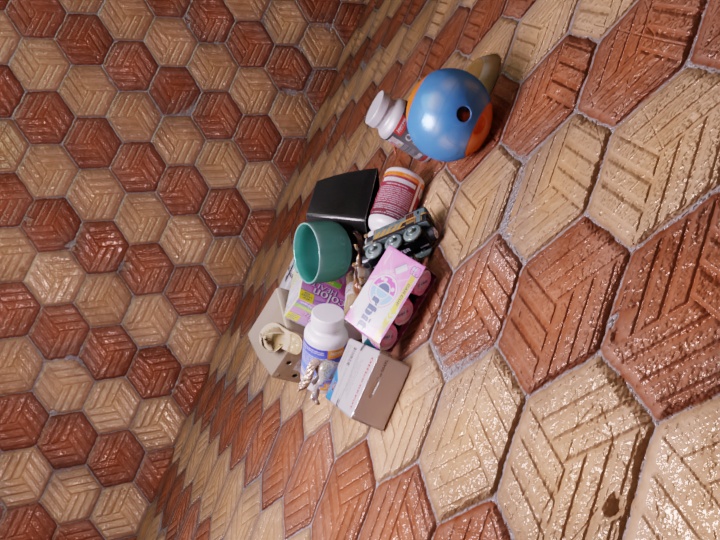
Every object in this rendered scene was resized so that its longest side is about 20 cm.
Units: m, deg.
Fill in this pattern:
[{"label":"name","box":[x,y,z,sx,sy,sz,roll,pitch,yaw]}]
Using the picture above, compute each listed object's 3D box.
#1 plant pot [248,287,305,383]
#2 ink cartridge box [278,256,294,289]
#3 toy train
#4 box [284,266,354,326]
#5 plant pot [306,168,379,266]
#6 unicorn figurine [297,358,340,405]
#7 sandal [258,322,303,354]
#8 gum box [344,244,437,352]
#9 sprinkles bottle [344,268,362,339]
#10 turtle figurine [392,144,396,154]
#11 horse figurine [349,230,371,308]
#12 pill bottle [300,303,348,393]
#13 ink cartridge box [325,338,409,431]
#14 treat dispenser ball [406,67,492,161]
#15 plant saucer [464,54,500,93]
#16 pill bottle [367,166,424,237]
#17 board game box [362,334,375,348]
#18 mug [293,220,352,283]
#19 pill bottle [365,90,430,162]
[{"label":"plant pot","box":[-0.182,0.202,1.887,0.201,0.196,0.179,-54,35,28]},{"label":"ink cartridge box","box":[-0.154,0.018,2.102,0.203,0.142,0.084,-62,18,13]},{"label":"toy train","box":[0.092,-0.069,1.555,0.196,0.086,0.116,-23,37,25]},{"label":"box","box":[-0.101,0.061,1.848,0.097,0.173,0.203,-48,24,42]},{"label":"plant pot","box":[-0.045,-0.145,1.825,0.203,0.172,0.203,85,-166,-50]},{"label":"unicorn figurine","box":[-0.048,0.244,1.562,0.073,0.197,0.141,16,93,43]},{"label":"sandal","box":[-0.230,0.181,1.764,0.209,0.069,0.080,5,90,46]},{"label":"gum box","box":[0.062,0.064,1.447,0.113,0.066,0.203,32,89,38]},{"label":"sprinkles bottle","box":[-0.011,0.085,1.738,0.069,0.067,0.203,-50,22,35]},{"label":"turtle figurine","box":[0.164,-0.420,1.918,0.160,0.064,0.203,-33,27,45]},{"label":"horse figurine","box":[0.000,0.000,1.653,0.134,0.048,0.204,83,-171,-52]},{"label":"pill bottle","box":[-0.087,0.189,1.639,0.113,0.109,0.205,-97,12,-59]},{"label":"ink cartridge box","box":[0.011,0.242,1.442,0.149,0.083,0.199,-65,19,-5]},{"label":"treat dispenser ball","box":[0.200,-0.351,1.510,0.202,0.198,0.203,-53,21,30]},{"label":"plant saucer","box":[0.279,-0.464,1.696,0.201,0.035,0.203,-54,22,32]},{"label":"pill bottle","box":[0.084,-0.150,1.708,0.112,0.111,0.204,-18,49,65]},{"label":"board game box","box":[0.057,0.068,1.604,0.152,0.046,0.202,-55,21,27]},{"label":"mug","box":[-0.097,-0.052,1.708,0.184,0.112,0.156,26,118,56]},{"label":"pill bottle","box":[0.118,-0.385,1.781,0.117,0.197,0.117,-52,21,31]}]
